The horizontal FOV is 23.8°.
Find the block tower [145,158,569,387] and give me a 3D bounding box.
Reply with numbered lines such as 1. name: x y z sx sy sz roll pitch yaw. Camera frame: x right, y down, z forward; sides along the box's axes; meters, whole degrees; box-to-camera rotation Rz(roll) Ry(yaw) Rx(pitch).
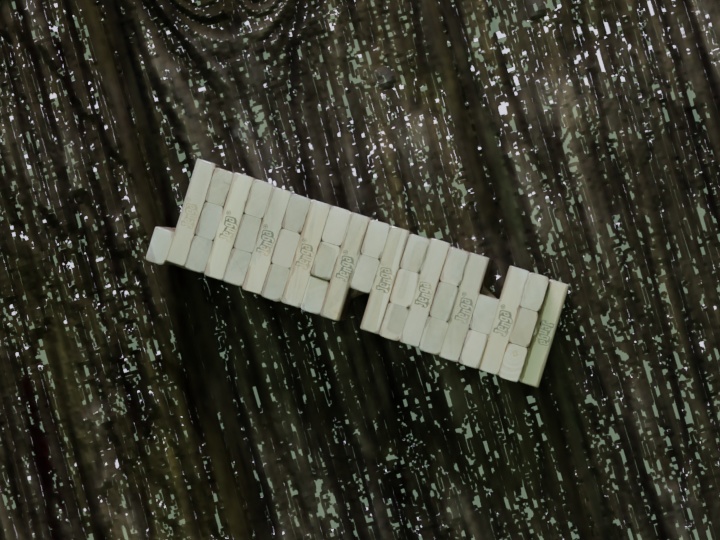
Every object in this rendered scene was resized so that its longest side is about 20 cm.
1. block tower: 0.000 0.000 0.837 0.200 0.054 0.058 17 90 6
